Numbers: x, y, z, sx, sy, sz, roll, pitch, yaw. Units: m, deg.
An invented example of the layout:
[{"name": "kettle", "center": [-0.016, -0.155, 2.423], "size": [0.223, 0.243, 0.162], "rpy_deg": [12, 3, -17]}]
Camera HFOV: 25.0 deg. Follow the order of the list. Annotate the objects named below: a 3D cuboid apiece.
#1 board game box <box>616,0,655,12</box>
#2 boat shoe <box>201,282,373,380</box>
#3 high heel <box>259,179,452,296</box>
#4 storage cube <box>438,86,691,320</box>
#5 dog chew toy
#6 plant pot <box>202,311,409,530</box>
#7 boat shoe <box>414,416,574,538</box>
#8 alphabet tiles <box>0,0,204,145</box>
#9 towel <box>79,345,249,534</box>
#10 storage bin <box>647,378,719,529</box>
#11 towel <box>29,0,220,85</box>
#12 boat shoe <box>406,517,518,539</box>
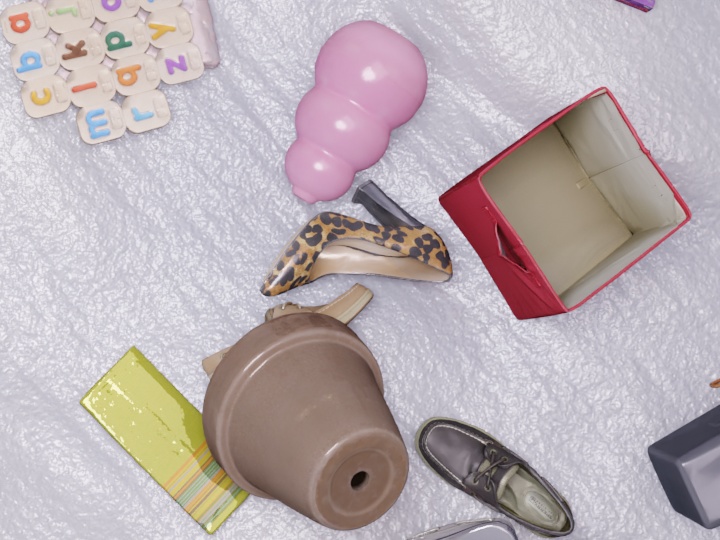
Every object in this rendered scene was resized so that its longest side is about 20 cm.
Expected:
[{"name": "board game box", "center": [0.308, -0.412, 1.868], "size": [0.119, 0.032, 0.202], "rpy_deg": [19, 82, -5]}, {"name": "boat shoe", "center": [-0.075, 0.064, 1.724], "size": [0.199, 0.071, 0.065], "rpy_deg": [-34, 85, -17]}, {"name": "high heel", "center": [0.000, 0.000, 1.714], "size": [0.142, 0.072, 0.200], "rpy_deg": [42, 58, 13]}, {"name": "storage cube", "center": [0.211, -0.067, 1.741], "size": [0.199, 0.180, 0.172], "rpy_deg": [-36, 93, -11]}, {"name": "dog chew toy", "center": [-0.013, -0.163, 1.737], "size": [0.124, 0.125, 0.201], "rpy_deg": [30, 88, -8]}, {"name": "plant pot", "center": [-0.038, 0.166, 1.632], "size": [0.198, 0.174, 0.202], "rpy_deg": [-13, 119, -25]}, {"name": "boat shoe", "center": [0.151, 0.223, 1.760], "size": [0.200, 0.066, 0.072], "rpy_deg": [35, 80, -7]}, {"name": "alphabet tiles", "center": [-0.270, -0.237, 1.707], "size": [0.194, 0.015, 0.202], "rpy_deg": [-16, 88, -12]}, {"name": "towel", "center": [-0.199, 0.180, 1.718], "size": [0.200, 0.018, 0.086], "rpy_deg": [46, 73, -4]}, {"name": "storage bin", "center": [0.394, 0.198, 1.755], "size": [0.133, 0.200, 0.147], "rpy_deg": [-25, 90, -3]}, {"name": "towel", "center": [-0.260, -0.298, 1.739], "size": [0.189, 0.032, 0.202], "rpy_deg": [-13, 88, -12]}, {"name": "boat shoe", "center": [0.073, 0.310, 1.737], "size": [0.198, 0.066, 0.073], "rpy_deg": [-25, 94, 9]}]
